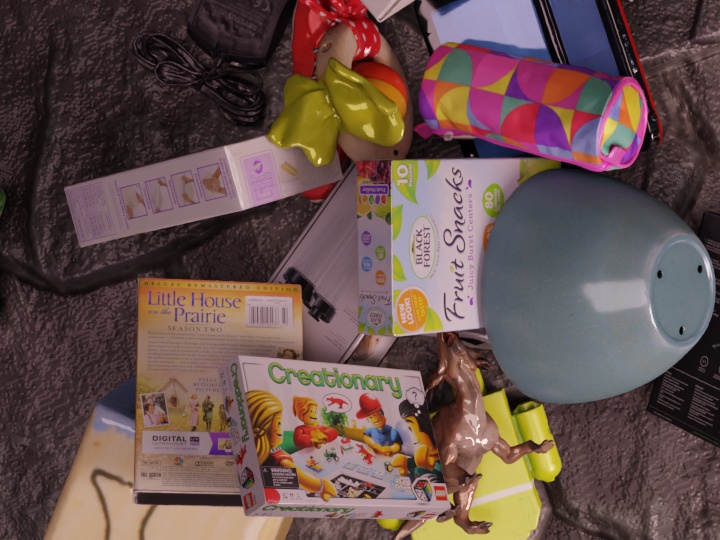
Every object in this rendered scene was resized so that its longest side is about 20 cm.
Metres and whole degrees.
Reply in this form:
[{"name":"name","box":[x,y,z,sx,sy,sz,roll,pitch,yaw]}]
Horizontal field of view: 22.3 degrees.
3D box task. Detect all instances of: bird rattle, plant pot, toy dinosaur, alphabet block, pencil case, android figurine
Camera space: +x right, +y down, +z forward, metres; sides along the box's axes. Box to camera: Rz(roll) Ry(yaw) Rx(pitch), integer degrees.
[{"name":"bird rattle","box":[-0.008,-0.164,1.564,0.112,0.201,0.163,-20,136,21]},{"name":"plant pot","box":[0.216,0.015,1.530,0.134,0.199,0.203,2,99,47]},{"name":"toy dinosaur","box":[0.079,0.148,1.615,0.136,0.085,0.201,54,127,36]},{"name":"alphabet block","box":[-0.166,0.228,1.638,0.194,0.196,0.202,24,99,5]},{"name":"pencil case","box":[0.143,-0.137,1.548,0.199,0.088,0.089,14,100,36]},{"name":"android figurine","box":[0.093,0.186,1.676,0.180,0.041,0.202,-20,91,8]}]

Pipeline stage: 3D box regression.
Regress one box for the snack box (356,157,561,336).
[{"name":"snack box","box":[0.086,-0.023,1.537,0.053,0.199,0.144,1,93,50]}]

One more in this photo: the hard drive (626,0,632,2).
[{"name":"hard drive","box":[0.247,-0.356,1.596,0.139,0.033,0.200,40,100,1]}]

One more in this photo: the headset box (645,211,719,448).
[{"name":"headset box","box":[0.356,0.058,1.556,0.092,0.174,0.202,8,100,-36]}]

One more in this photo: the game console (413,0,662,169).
[{"name":"game console","box":[0.152,-0.178,1.591,0.118,0.172,0.202,-21,95,-17]}]

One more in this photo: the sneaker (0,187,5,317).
[{"name":"sneaker","box":[-0.364,0.008,1.701,0.083,0.074,0.202,26,109,6]}]

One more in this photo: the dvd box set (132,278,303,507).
[{"name":"dvd box set","box":[-0.119,0.102,1.544,0.145,0.029,0.202,2,59,-10]}]

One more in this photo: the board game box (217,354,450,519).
[{"name":"board game box","box":[-0.020,0.141,1.515,0.035,0.199,0.127,-35,59,42]}]

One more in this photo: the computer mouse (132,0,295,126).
[{"name":"computer mouse","box":[-0.109,-0.246,1.650,0.138,0.053,0.201,30,110,4]}]

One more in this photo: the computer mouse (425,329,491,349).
[{"name":"computer mouse","box":[0.118,0.034,1.650,0.198,0.044,0.111,12,84,11]}]

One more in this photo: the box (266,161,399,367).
[{"name":"box","box":[0.000,0.000,1.628,0.116,0.060,0.201,38,95,30]}]

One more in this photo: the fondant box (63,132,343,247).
[{"name":"fondant box","box":[-0.136,-0.076,1.585,0.199,0.144,0.059,-12,95,38]}]

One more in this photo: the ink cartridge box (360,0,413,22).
[{"name":"ink cartridge box","box":[0.040,-0.316,1.535,0.147,0.200,0.083,49,133,2]}]

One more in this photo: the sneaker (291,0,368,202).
[{"name":"sneaker","box":[-0.030,-0.160,1.629,0.076,0.085,0.203,2,97,6]}]
